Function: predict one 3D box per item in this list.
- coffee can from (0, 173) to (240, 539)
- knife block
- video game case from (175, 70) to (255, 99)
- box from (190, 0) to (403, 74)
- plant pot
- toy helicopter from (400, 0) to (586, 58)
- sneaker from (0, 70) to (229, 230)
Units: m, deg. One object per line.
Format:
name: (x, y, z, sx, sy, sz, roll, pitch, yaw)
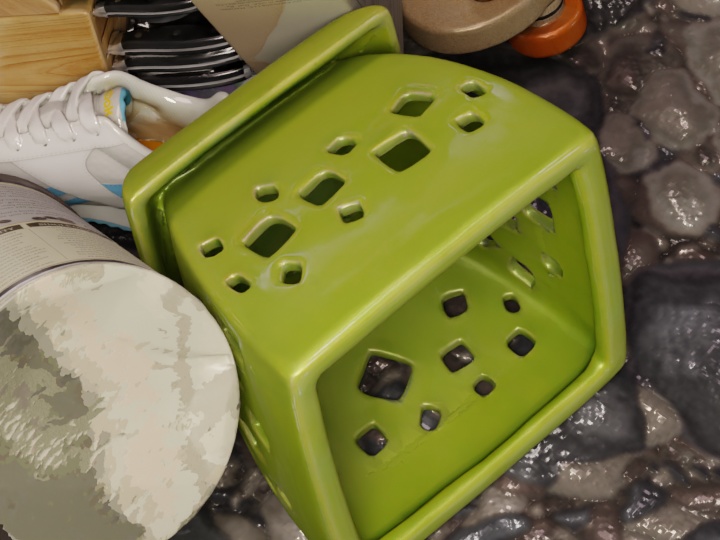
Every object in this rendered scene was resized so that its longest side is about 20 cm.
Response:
coffee can: (-0.160, 0.044, 1.333, 0.146, 0.147, 0.200, -31, 24, -14)
knife block: (-0.162, -0.126, 1.516, 0.175, 0.200, 0.064, 29, 44, -19)
video game case: (-0.109, -0.143, 1.575, 0.198, 0.023, 0.183, 3, 57, 8)
box: (-0.034, -0.163, 1.437, 0.077, 0.200, 0.096, -6, 75, 11)
plant pot: (0.000, 0.000, 1.375, 0.200, 0.200, 0.181, -37, 55, -17)
toy helicopter: (0.044, -0.194, 1.578, 0.131, 0.079, 0.201, -19, 46, 4)
sneaker: (-0.157, -0.070, 1.480, 0.198, 0.081, 0.077, 4, 45, -3)
